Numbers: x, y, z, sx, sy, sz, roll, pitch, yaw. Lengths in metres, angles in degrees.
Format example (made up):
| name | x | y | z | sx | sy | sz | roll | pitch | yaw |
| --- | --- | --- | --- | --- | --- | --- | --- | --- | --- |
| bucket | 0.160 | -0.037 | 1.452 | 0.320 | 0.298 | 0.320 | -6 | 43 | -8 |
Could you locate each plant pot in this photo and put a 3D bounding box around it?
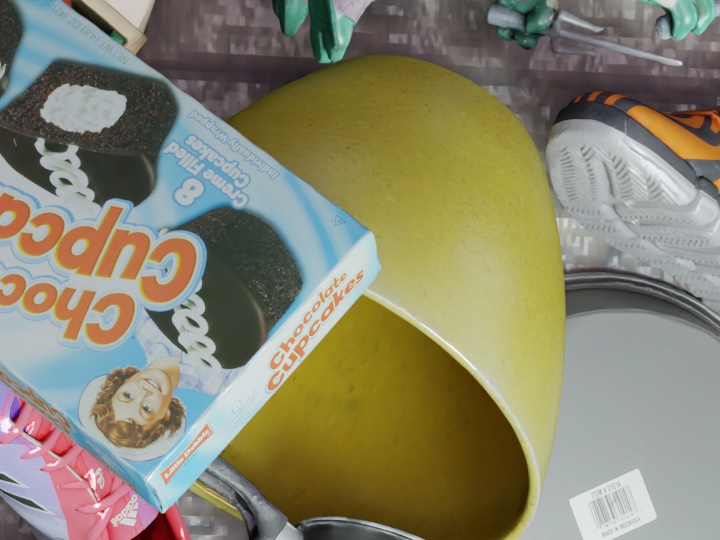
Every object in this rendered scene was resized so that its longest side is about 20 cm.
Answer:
| name | x | y | z | sx | sy | sz | roll | pitch | yaw |
| --- | --- | --- | --- | --- | --- | --- | --- | --- | --- |
| plant pot | 0.000 | 0.000 | 1.099 | 0.200 | 0.200 | 0.142 | 34 | 56 | -12 |

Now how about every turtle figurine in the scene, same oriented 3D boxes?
| name | x | y | z | sx | sy | sz | roll | pitch | yaw |
| --- | --- | --- | --- | --- | --- | --- | --- | --- | --- |
| turtle figurine | 0.070 | -0.125 | 1.085 | 0.199 | 0.150 | 0.101 | -9 | 90 | -13 |

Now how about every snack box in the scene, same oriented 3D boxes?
| name | x | y | z | sx | sy | sz | roll | pitch | yaw |
| --- | --- | --- | --- | --- | --- | --- | --- | --- | --- |
| snack box | -0.105 | -0.021 | 0.977 | 0.200 | 0.037 | 0.116 | 36 | 75 | 20 |

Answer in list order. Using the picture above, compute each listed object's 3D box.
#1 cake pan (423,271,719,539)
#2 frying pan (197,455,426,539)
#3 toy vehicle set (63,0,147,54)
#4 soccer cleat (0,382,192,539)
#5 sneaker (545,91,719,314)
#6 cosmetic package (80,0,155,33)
| name | x | y | z | sx | sy | sz | roll | pitch | yaw |
| --- | --- | --- | --- | --- | --- | --- | --- | --- | --- |
| cake pan | 0.104 | 0.102 | 1.188 | 0.199 | 0.037 | 0.202 | 0 | 91 | -13 |
| frying pan | -0.005 | 0.113 | 1.101 | 0.190 | 0.115 | 0.031 | 43 | 58 | -29 |
| toy vehicle set | -0.187 | -0.047 | 1.037 | 0.124 | 0.027 | 0.200 | 38 | 77 | -10 |
| soccer cleat | -0.116 | 0.069 | 1.062 | 0.076 | 0.200 | 0.067 | 30 | 75 | 29 |
| sneaker | 0.151 | -0.053 | 1.159 | 0.200 | 0.077 | 0.113 | 34 | 72 | -48 |
| cosmetic package | -0.121 | -0.152 | 1.111 | 0.103 | 0.073 | 0.201 | 19 | 88 | -13 |
